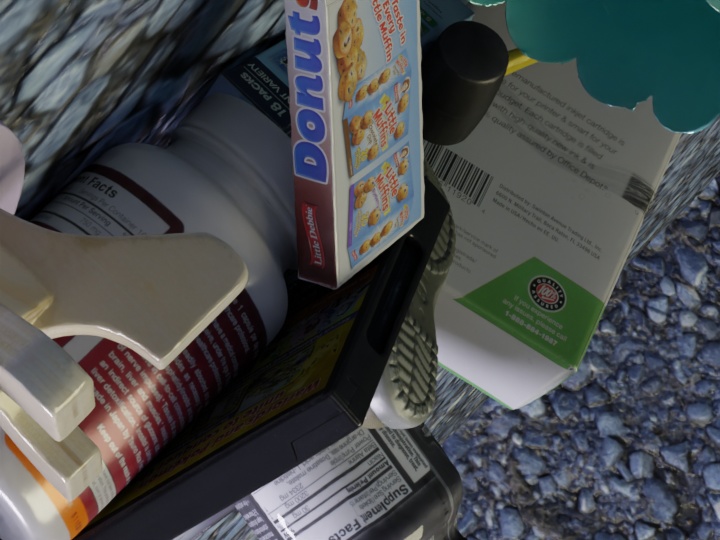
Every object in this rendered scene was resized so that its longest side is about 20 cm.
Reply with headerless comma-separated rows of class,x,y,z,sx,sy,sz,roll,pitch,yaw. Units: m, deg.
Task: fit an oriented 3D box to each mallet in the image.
mallet,0.113,-0.126,1.364,0.199,0.041,0.066,-26,161,-21

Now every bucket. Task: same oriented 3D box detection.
bucket,0.131,-0.172,1.174,0.135,0.207,0.207,-53,173,-14

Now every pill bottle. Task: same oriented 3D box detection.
pill bottle,-0.106,0.019,1.151,0.200,0.113,0.113,-44,171,-17
pill bottle,-0.018,0.098,1.366,0.106,0.200,0.106,-35,180,0

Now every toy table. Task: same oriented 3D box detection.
toy table,-0.145,0.026,0.980,0.184,0.117,0.200,-47,173,-1

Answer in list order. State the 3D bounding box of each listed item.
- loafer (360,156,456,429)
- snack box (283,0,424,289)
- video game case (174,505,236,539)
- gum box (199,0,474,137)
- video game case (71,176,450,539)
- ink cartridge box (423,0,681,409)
loafer,0.000,0.000,1.305,0.069,0.075,0.200,-16,-143,21
snack box,-0.002,-0.095,1.108,0.072,0.024,0.201,-40,137,-45
video game case,-0.137,0.150,1.367,0.143,0.019,0.200,-37,168,12
gum box,-0.044,-0.058,1.341,0.170,0.045,0.200,-53,171,36
video game case,-0.057,0.055,1.198,0.200,0.026,0.181,-32,-161,30
ink cartridge box,0.081,-0.050,1.458,0.201,0.146,0.084,-62,-171,-28
